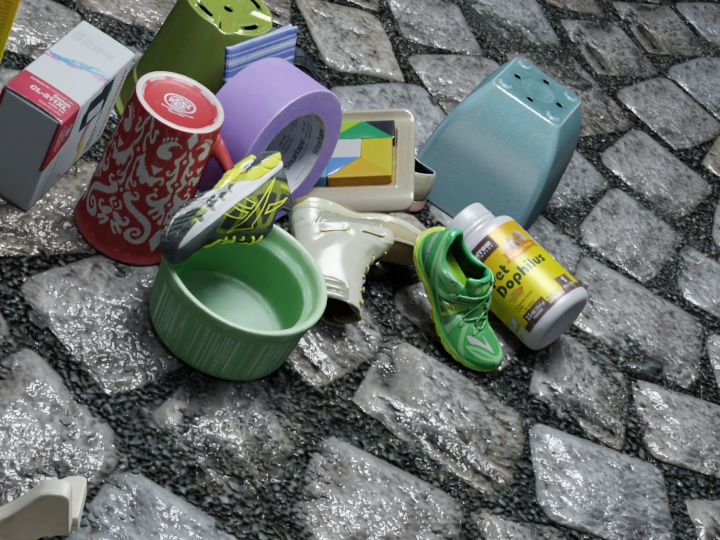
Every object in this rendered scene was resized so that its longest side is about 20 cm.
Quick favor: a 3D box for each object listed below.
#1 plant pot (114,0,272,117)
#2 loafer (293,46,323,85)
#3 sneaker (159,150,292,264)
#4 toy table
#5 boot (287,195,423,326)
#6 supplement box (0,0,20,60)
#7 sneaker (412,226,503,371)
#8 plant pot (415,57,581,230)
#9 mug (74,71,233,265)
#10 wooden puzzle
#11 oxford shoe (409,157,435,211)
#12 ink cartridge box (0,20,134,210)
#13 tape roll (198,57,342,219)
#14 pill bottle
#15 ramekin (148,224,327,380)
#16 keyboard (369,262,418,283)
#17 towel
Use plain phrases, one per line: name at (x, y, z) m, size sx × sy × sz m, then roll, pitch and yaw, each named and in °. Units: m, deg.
plant pot at (-0.206, -0.277, 1.854) m, size 0.199 × 0.190 × 0.201 m, roll 18°, pitch 39°, yaw -16°
loafer at (-0.088, -0.267, 1.971) m, size 0.071 × 0.068 × 0.201 m, roll 59°, pitch 8°, yaw 7°
sneaker at (-0.141, -0.058, 1.577) m, size 0.200 × 0.074 × 0.085 m, roll -43°, pitch 115°, yaw -35°
toy table at (-0.309, 0.249, 1.211) m, size 0.116 × 0.184 × 0.201 m, roll 6°, pitch 49°, yaw -4°
boot at (0.000, 0.000, 1.761) m, size 0.199 × 0.072 × 0.155 m, roll 16°, pitch 52°, yaw -24°
supplement box at (-0.484, -0.296, 1.675) m, size 0.109 × 0.200 × 0.109 m, roll 11°, pitch 40°, yaw -25°
sneaker at (0.132, 0.038, 1.772) m, size 0.074 × 0.083 × 0.201 m, roll -32°, pitch 100°, yaw -42°
plant pot at (0.213, -0.187, 2.030) m, size 0.195 × 0.200 × 0.196 m, roll 36°, pitch 37°, yaw 6°
mug at (-0.227, -0.124, 1.654) m, size 0.177 × 0.201 × 0.134 m, roll -1°, pitch 46°, yaw -34°
wooden puzzle at (-0.018, -0.154, 1.901) m, size 0.184 × 0.037 × 0.201 m, roll -2°, pitch 44°, yaw 4°
oxford shoe at (0.027, -0.173, 1.989) m, size 0.200 × 0.074 × 0.071 m, roll 38°, pitch 37°, yaw 10°
ink cartridge box at (-0.366, -0.189, 1.678) m, size 0.083 × 0.146 × 0.200 m, roll 31°, pitch 37°, yaw -1°
tape roll at (-0.119, -0.161, 1.763) m, size 0.085 × 0.201 × 0.200 m, roll 36°, pitch 36°, yaw 23°
pill bottle at (0.202, 0.003, 1.879) m, size 0.200 × 0.110 × 0.109 m, roll 46°, pitch 39°, yaw 19°
ramekin at (-0.148, 0.032, 1.615) m, size 0.199 × 0.098 × 0.201 m, roll 19°, pitch 39°, yaw -16°
keyboard at (0.004, -0.054, 1.884) m, size 0.200 × 0.021 × 0.127 m, roll 44°, pitch 38°, yaw 19°
towel at (-0.142, -0.215, 1.824) m, size 0.024 × 0.201 × 0.145 m, roll 26°, pitch 34°, yaw 25°
